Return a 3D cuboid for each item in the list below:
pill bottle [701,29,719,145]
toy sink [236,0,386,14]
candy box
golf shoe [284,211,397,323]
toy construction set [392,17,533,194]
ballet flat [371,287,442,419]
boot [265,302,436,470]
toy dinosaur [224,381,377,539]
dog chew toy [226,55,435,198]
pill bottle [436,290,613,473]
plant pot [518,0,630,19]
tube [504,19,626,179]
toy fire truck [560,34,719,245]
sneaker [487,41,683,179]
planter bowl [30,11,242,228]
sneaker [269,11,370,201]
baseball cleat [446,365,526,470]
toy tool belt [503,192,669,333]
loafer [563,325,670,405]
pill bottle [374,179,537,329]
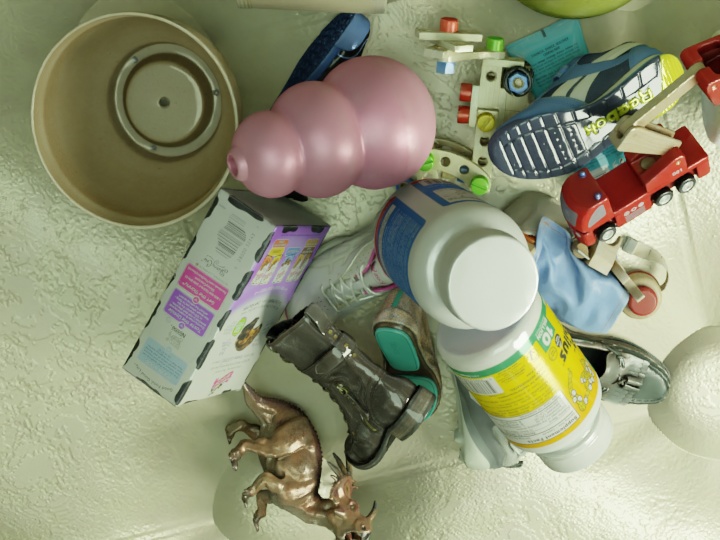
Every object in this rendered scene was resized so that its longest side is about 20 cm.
[{"bbox_3d":[0.437,-0.175,1.378,0.197,0.112,0.114,0,108,1],"label":"pill bottle"},{"bbox_3d":[-0.071,-0.316,1.328,0.197,0.112,0.132,1,86,-2],"label":"toy sink"},{"bbox_3d":[-0.128,0.025,1.410,0.071,0.168,0.201,32,100,13],"label":"candy box"},{"bbox_3d":[0.000,0.000,1.458,0.199,0.092,0.075,-39,105,14],"label":"golf shoe"},{"bbox_3d":[0.100,-0.156,1.402,0.129,0.093,0.202,6,124,5],"label":"toy construction set"},{"bbox_3d":[0.055,0.085,1.482,0.067,0.068,0.201,9,147,12],"label":"ballet flat"},{"bbox_3d":[-0.024,0.112,1.466,0.173,0.070,0.200,36,147,-4],"label":"boot"},{"bbox_3d":[-0.068,0.202,1.535,0.134,0.086,0.202,-18,90,-4],"label":"toy dinosaur"},{"bbox_3d":[-0.030,-0.123,1.319,0.198,0.124,0.126,-20,110,-26],"label":"dog chew toy"},{"bbox_3d":[0.168,0.107,1.408,0.112,0.113,0.200,-32,122,11],"label":"pill bottle"},{"bbox_3d":[0.206,-0.310,1.289,0.185,0.200,0.190,0,106,1],"label":"plant pot"},{"bbox_3d":[0.221,-0.148,1.428,0.077,0.050,0.202,-25,96,3],"label":"tube"},{"bbox_3d":[0.270,-0.117,1.334,0.199,0.049,0.141,-31,146,2],"label":"toy fire truck"},{"bbox_3d":[0.207,-0.154,1.368,0.198,0.082,0.074,-26,127,-4],"label":"sneaker"},{"bbox_3d":[-0.200,-0.155,1.384,0.197,0.135,0.203,2,106,7],"label":"planter bowl"},{"bbox_3d":[-0.037,-0.162,1.423,0.077,0.070,0.201,29,107,-22],"label":"sneaker"},{"bbox_3d":[0.141,0.117,1.504,0.105,0.070,0.202,-2,119,10],"label":"baseball cleat"},{"bbox_3d":[0.221,0.010,1.438,0.198,0.123,0.126,25,107,-7],"label":"toy tool belt"},{"bbox_3d":[0.234,0.100,1.498,0.198,0.063,0.073,21,106,-5],"label":"loafer"},{"bbox_3d":[0.087,-0.012,1.299,0.111,0.200,0.114,-3,105,-13],"label":"pill bottle"}]
